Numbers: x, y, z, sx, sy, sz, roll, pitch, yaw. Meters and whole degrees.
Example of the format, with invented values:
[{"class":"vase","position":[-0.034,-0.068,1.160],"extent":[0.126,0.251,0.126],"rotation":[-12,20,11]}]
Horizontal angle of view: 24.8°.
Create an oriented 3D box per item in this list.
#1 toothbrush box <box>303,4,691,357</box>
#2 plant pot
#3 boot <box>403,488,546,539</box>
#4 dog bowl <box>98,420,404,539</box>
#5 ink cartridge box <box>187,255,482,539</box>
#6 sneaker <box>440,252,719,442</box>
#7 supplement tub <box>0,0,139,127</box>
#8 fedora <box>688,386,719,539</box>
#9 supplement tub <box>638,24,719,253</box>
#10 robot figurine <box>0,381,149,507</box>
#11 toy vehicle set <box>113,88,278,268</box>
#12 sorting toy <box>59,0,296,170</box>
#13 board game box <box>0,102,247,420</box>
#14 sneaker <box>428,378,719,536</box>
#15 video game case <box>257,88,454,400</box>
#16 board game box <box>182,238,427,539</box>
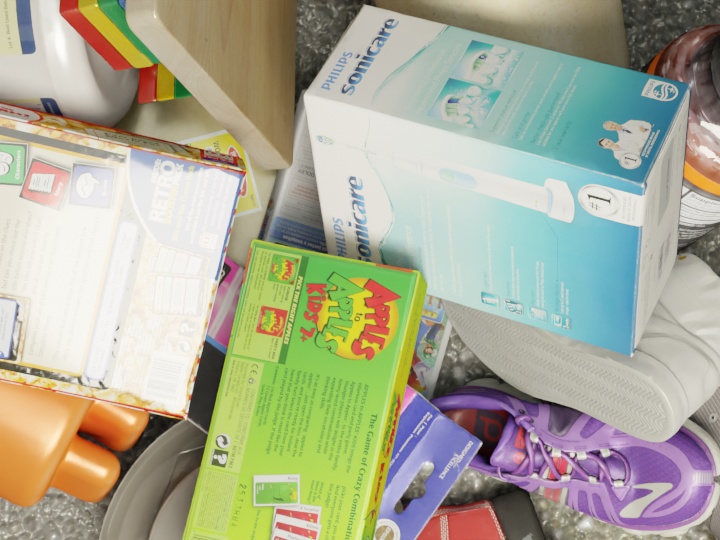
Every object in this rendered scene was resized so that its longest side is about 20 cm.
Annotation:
[{"class":"toothbrush box","position":[0.078,-0.051,0.938],"extent":[0.200,0.147,0.085],"rotation":[15,53,20]},{"class":"plant pot","position":[0.081,-0.189,1.007],"extent":[0.200,0.200,0.184],"rotation":[-17,103,-4]},{"class":"boot","position":[0.079,0.247,1.063],"extent":[0.144,0.072,0.201],"rotation":[-8,88,-6]},{"class":"dog bowl","position":[-0.059,0.182,1.007],"extent":[0.199,0.059,0.201],"rotation":[-1,69,1]},{"class":"ink cartridge box","position":[-0.034,0.083,0.986],"extent":[0.200,0.037,0.095],"rotation":[35,85,11]},{"class":"sneaker","position":[0.152,0.029,1.022],"extent":[0.115,0.200,0.074],"rotation":[-33,132,-29]},{"class":"supplement tub","position":[-0.244,-0.150,0.981],"extent":[0.199,0.145,0.145],"rotation":[-2,91,10]},{"class":"fedora","position":[0.252,0.101,1.046],"extent":[0.090,0.177,0.200],"rotation":[33,106,26]},{"class":"supplement tub","position":[0.200,-0.080,0.992],"extent":[0.107,0.200,0.107],"rotation":[9,66,-20]},{"class":"robot figurine","position":[-0.232,0.070,1.010],"extent":[0.200,0.117,0.144],"rotation":[30,103,-4]},{"class":"toy vehicle set","position":[-0.107,-0.057,1.063],"extent":[0.124,0.027,0.201],"rotation":[-14,92,-4]},{"class":"sorting toy","position":[-0.104,-0.184,0.963],"extent":[0.069,0.199,0.201],"rotation":[-7,68,17]},{"class":"board game box","position":[-0.179,-0.011,0.926],"extent":[0.199,0.046,0.152],"rotation":[13,101,-10]},{"class":"sneaker","position":[0.124,0.118,1.015],"extent":[0.200,0.083,0.081],"rotation":[9,93,31]},{"class":"video game case","position":[0.000,0.000,1.055],"extent":[0.143,0.018,0.201],"rotation":[17,88,-22]},{"class":"board game box","position":[-0.033,0.091,0.941],"extent":[0.101,0.048,0.201],"rotation":[11,81,10]}]
